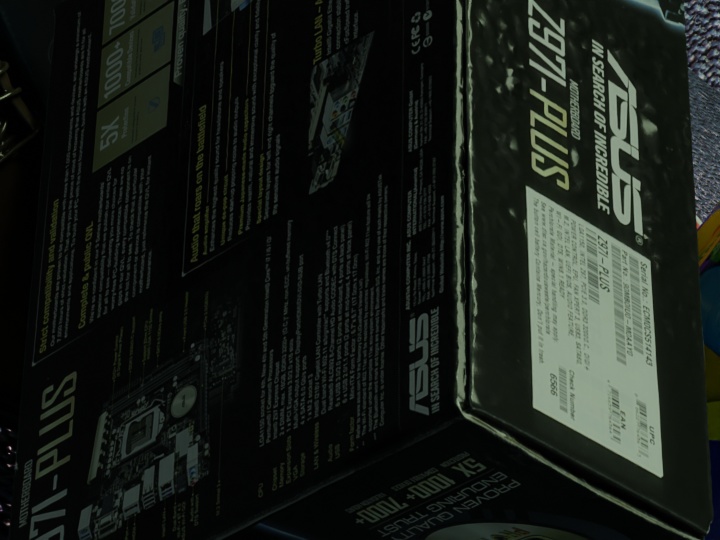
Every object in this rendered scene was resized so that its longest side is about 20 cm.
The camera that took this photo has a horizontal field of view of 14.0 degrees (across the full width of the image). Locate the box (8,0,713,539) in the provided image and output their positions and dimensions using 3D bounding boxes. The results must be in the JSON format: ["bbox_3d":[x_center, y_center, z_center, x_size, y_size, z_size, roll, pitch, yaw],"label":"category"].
[{"bbox_3d":[-0.003,-0.005,0.741,0.086,0.163,0.201,29,47,-36],"label":"box"}]

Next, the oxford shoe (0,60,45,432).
[{"bbox_3d":[-0.115,-0.024,0.815,0.200,0.084,0.073,40,55,4],"label":"oxford shoe"}]

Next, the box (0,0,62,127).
[{"bbox_3d":[-0.084,-0.116,1.010,0.106,0.122,0.200,47,-13,37],"label":"box"}]

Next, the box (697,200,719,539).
[{"bbox_3d":[0.123,0.106,0.798,0.192,0.200,0.122,38,12,1],"label":"box"}]

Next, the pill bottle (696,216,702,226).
[{"bbox_3d":[0.042,-0.023,1.227,0.200,0.114,0.114,32,14,-26],"label":"pill bottle"}]
